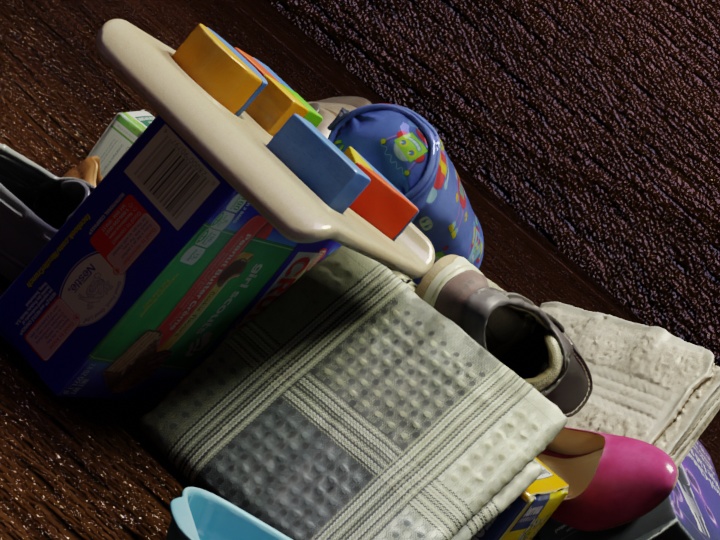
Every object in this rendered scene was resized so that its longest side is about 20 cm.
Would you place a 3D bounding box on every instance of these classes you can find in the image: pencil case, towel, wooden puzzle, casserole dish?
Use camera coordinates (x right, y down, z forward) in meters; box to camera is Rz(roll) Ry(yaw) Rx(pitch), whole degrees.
[{"bbox_3d":[0.029,-0.043,1.495,0.200,0.086,0.078,55,15,-66],"label":"pencil case"},{"bbox_3d":[-0.002,0.096,1.320,0.192,0.200,0.035,39,-29,19],"label":"towel"},{"bbox_3d":[-0.044,-0.078,1.286,0.185,0.046,0.200,44,12,19],"label":"wooden puzzle"},{"bbox_3d":[0.161,0.093,1.559,0.200,0.133,0.035,16,-30,49],"label":"towel"},{"bbox_3d":[-0.029,0.186,1.155,0.200,0.039,0.121,33,11,-24],"label":"casserole dish"}]

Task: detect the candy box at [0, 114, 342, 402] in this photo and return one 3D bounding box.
[{"bbox_3d":[-0.107,-0.001,1.340,0.077,0.169,0.200,46,12,18],"label":"candy box"}]

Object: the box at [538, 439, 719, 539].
[{"bbox_3d":[0.200,0.180,1.589,0.148,0.104,0.200,49,18,-34],"label":"box"}]

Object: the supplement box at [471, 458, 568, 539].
[{"bbox_3d":[0.017,0.120,1.411,0.200,0.110,0.109,40,10,16],"label":"supplement box"}]

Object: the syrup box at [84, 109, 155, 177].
[{"bbox_3d":[-0.121,-0.032,1.689,0.200,0.082,0.079,38,11,5],"label":"syrup box"}]

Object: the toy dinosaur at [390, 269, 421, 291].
[{"bbox_3d":[0.000,0.000,1.458,0.199,0.048,0.088,26,-8,3],"label":"toy dinosaur"}]

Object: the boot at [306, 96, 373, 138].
[{"bbox_3d":[-0.086,-0.081,1.539,0.146,0.199,0.071,-34,107,-51],"label":"boot"}]

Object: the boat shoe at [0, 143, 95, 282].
[{"bbox_3d":[-0.194,-0.031,1.394,0.200,0.068,0.072,35,33,-38],"label":"boat shoe"}]

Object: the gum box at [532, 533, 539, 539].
[{"bbox_3d":[0.053,0.150,1.593,0.200,0.045,0.170,40,10,16],"label":"gum box"}]

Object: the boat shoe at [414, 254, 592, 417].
[{"bbox_3d":[0.104,0.057,1.440,0.065,0.072,0.200,37,-4,41],"label":"boat shoe"}]

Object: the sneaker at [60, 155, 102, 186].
[{"bbox_3d":[-0.130,-0.002,1.518,0.200,0.085,0.073,38,8,-10],"label":"sneaker"}]

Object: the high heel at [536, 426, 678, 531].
[{"bbox_3d":[0.117,0.119,1.456,0.096,0.068,0.200,40,-19,-30],"label":"high heel"}]
